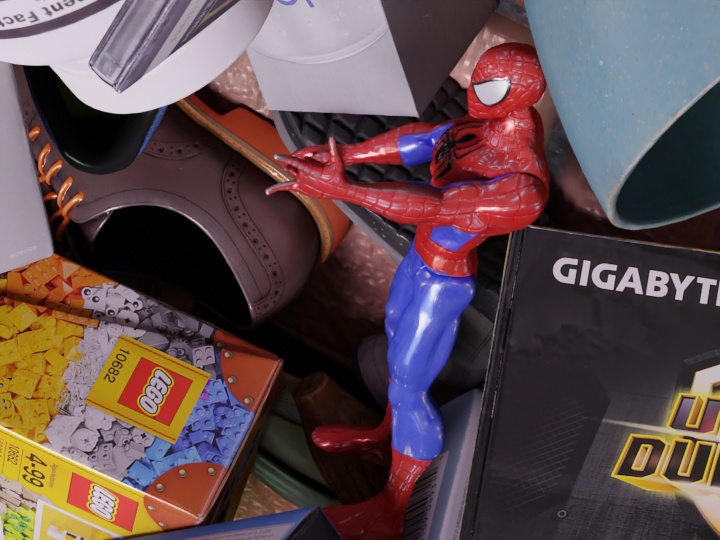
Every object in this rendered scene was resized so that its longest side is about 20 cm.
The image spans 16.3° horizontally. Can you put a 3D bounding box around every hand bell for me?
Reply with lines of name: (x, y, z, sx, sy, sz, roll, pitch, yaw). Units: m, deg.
hand bell: (0.028, 0.120, 1.006, 0.104, 0.104, 0.200, -11, 123, 41)

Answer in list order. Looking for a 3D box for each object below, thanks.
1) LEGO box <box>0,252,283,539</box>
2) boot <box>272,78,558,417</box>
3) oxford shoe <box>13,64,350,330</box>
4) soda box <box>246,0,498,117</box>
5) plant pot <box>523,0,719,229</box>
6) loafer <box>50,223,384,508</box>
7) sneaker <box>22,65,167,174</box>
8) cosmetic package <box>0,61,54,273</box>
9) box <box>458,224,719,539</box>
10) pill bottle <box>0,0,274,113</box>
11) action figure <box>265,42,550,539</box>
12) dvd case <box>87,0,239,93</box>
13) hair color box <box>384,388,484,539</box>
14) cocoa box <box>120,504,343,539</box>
LEGO box: (-0.124, 0.078, 0.986, 0.149, 0.077, 0.200, 24, 149, 3)
boot: (0.025, 0.011, 0.935, 0.200, 0.070, 0.132, 44, 145, -3)
oxford shoe: (-0.104, -0.048, 0.958, 0.200, 0.073, 0.071, 29, 140, 8)
soda box: (-0.020, -0.148, 0.804, 0.063, 0.068, 0.200, 5, 133, 31)
plant pot: (0.117, -0.122, 0.661, 0.135, 0.200, 0.200, 59, 142, 12)
loafer: (-0.062, 0.022, 1.014, 0.200, 0.072, 0.063, 35, 124, -10)
sneaker: (-0.082, -0.115, 0.845, 0.078, 0.089, 0.200, -2, 134, -4)
cosmetic package: (-0.176, -0.091, 0.871, 0.107, 0.090, 0.200, 82, 163, -44)
box: (0.136, 0.077, 0.822, 0.200, 0.160, 0.049, 9, 175, 11)
pill bottle: (-0.102, -0.137, 0.714, 0.112, 0.113, 0.200, 2, 146, 34)
action figure: (0.000, 0.000, 0.825, 0.099, 0.065, 0.200, 12, 130, -14)
dvd case: (0.017, -0.139, 0.683, 0.016, 0.200, 0.149, 45, 141, 3)
hair color box: (0.099, 0.134, 0.928, 0.200, 0.099, 0.061, 27, 149, -19)
cocoa box: (-0.037, 0.201, 0.866, 0.133, 0.131, 0.200, -16, 114, 46)
